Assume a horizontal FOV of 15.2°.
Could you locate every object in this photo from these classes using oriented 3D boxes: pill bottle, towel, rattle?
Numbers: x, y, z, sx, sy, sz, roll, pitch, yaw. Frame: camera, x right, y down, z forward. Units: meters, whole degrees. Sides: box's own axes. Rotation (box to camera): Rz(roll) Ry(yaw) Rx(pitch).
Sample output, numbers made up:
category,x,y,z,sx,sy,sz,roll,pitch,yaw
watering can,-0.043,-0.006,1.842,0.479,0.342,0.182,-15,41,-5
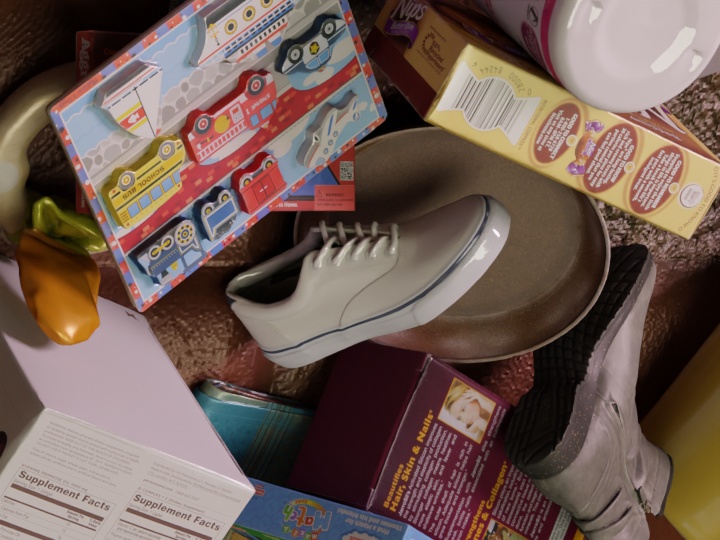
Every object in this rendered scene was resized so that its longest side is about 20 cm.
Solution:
category,x,y,z,sx,sy,sz,roll,pitch,yaw
pill bottle,0.120,-0.183,1.572,0.113,0.200,0.114,-13,124,-19
towel,-0.088,0.169,1.803,0.146,0.022,0.200,15,113,-33
rattle,-0.125,-0.069,1.564,0.200,0.143,0.130,-31,110,1

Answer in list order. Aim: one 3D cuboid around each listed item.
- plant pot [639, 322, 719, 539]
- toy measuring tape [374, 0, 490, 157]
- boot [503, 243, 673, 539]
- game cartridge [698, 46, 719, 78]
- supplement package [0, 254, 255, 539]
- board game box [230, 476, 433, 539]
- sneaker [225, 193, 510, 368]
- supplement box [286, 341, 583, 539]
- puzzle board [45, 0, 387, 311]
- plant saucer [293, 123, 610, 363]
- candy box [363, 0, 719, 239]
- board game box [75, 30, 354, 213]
category,x,y,z,sx,sy,sz,roll,pitch,yaw
plant pot,0.297,0.105,1.859,0.189,0.201,0.201,-42,130,21
toy measuring tape,0.082,-0.121,1.678,0.074,0.074,0.200,-38,129,-1
boot,0.169,0.092,1.801,0.131,0.068,0.200,49,52,-34
game cartridge,0.265,-0.201,1.743,0.200,0.038,0.130,-18,130,-16
supplement package,-0.183,0.094,1.591,0.156,0.200,0.111,25,106,-36
board game box,0.015,0.192,1.757,0.200,0.151,0.037,35,72,-51
sneaker,0.000,0.000,1.661,0.200,0.073,0.071,-29,126,30
supplement box,0.060,0.136,1.788,0.200,0.086,0.111,32,75,-40
puzzle board,-0.075,-0.089,1.533,0.200,0.017,0.151,-40,132,-22
plant saucer,0.059,-0.022,1.703,0.200,0.032,0.200,4,132,5
candy box,0.110,-0.095,1.597,0.200,0.117,0.057,21,106,-27
board game box,-0.082,-0.085,1.575,0.200,0.019,0.103,-2,92,-43
